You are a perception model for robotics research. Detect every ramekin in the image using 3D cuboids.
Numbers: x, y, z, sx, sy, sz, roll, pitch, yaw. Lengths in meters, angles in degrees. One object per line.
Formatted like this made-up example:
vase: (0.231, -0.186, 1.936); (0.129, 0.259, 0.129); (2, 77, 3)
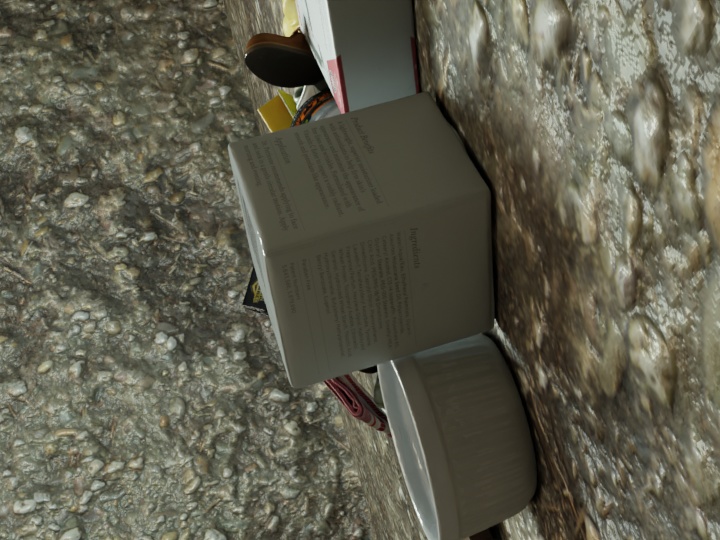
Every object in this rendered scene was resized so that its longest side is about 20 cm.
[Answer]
ramekin: (0.092, 0.153, 0.986); (0.200, 0.103, 0.204); (164, 90, -83)

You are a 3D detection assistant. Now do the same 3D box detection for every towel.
towel: (-0.014, 0.140, 1.261); (0.144, 0.023, 0.200); (48, -179, 23)

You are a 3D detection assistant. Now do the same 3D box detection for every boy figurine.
boy figurine: (-0.074, -0.327, 1.474); (0.202, 0.063, 0.125); (84, 169, -48)

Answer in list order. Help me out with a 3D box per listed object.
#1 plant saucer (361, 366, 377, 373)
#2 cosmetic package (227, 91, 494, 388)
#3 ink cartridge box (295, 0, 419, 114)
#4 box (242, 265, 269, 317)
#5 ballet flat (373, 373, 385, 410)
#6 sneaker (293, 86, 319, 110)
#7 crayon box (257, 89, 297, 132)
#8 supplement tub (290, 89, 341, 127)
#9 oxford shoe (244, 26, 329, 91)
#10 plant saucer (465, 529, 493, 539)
plant saucer: (-0.027, 0.040, 1.331); (0.200, 0.037, 0.201); (44, -161, -19)
cosmetic package: (0.002, -0.030, 0.931); (0.166, 0.196, 0.167); (-113, 11, -47)
ink cartridge box: (-0.012, -0.266, 1.031); (0.201, 0.081, 0.148); (-113, 10, -47)
box: (-0.071, -0.020, 1.454); (0.198, 0.049, 0.204); (29, -105, -59)
ballet flat: (0.053, 0.149, 1.254); (0.199, 0.071, 0.073); (10, 116, 65)
sneaker: (-0.053, -0.231, 1.443); (0.071, 0.079, 0.202); (-116, 11, -47)
crayon box: (-0.085, -0.193, 1.530); (0.128, 0.050, 0.200); (59, -171, 4)
supplement tub: (-0.017, -0.140, 1.167); (0.200, 0.120, 0.125); (-132, 27, -73)
oxford shoe: (-0.065, -0.250, 1.177); (0.199, 0.070, 0.073); (-4, -101, -56)
plant saucer: (0.120, 0.314, 1.251); (0.202, 0.034, 0.201); (59, 167, 22)
